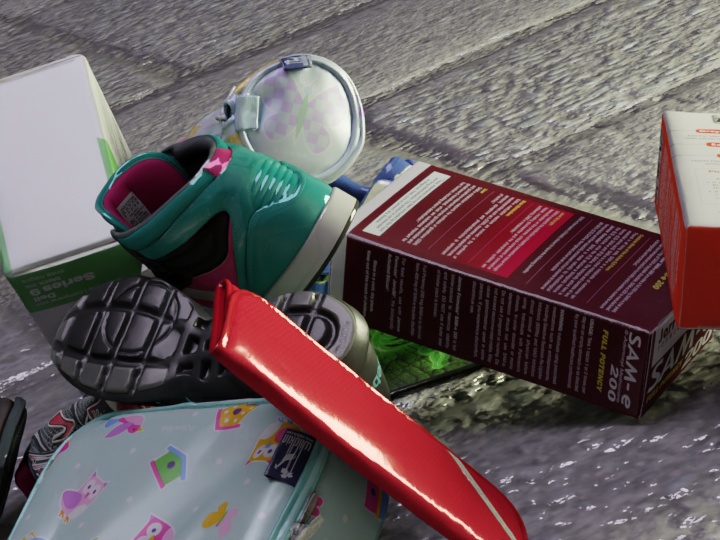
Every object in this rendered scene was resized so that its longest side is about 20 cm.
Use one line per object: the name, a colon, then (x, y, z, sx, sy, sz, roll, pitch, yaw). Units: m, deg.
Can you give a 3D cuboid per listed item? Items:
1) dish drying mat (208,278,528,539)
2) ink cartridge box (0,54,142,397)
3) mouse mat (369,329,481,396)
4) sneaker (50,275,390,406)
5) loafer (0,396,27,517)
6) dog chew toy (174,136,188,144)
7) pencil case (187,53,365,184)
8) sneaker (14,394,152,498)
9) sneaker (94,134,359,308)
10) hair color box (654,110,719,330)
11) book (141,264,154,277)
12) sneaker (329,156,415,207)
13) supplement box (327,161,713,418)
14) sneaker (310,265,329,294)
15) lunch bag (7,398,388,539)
dish drying mat: (0.007, 0.080, 1.205, 0.018, 0.200, 0.077, -44, 18, 18)
ink cartridge box: (-0.173, -0.017, 1.576, 0.084, 0.200, 0.146, -19, 59, 1)
mouse mat: (0.040, 0.035, 1.587, 0.161, 0.008, 0.200, -19, 17, 0)
sneaker: (-0.075, 0.054, 1.311, 0.200, 0.079, 0.076, 5, 62, 32)
loafer: (-0.237, 0.129, 1.432, 0.063, 0.072, 0.200, 14, 28, -5)
dog chew toy: (-0.101, -0.045, 1.788, 0.124, 0.125, 0.200, -19, 10, -2)
pencil case: (-0.059, -0.082, 1.593, 0.091, 0.083, 0.200, -10, -3, -13)
sneaker: (-0.148, 0.110, 1.423, 0.075, 0.081, 0.200, -36, 1, -18)
sneaker: (-0.099, -0.004, 1.372, 0.200, 0.121, 0.084, -49, 11, 41)
hair color box: (0.218, -0.029, 1.355, 0.101, 0.061, 0.200, 3, 22, 3)
book: (-0.097, 0.022, 1.550, 0.048, 0.134, 0.200, -23, 18, 5)
sneaker: (0.044, -0.031, 1.625, 0.200, 0.088, 0.075, -5, 20, 35)
supplement box: (0.094, 0.008, 1.410, 0.200, 0.061, 0.109, 18, 33, 24)
sneaker: (0.000, 0.000, 1.503, 0.105, 0.076, 0.200, 17, 7, 42)
lunch bag: (-0.091, 0.144, 1.233, 0.200, 0.077, 0.161, -6, 43, 39)
